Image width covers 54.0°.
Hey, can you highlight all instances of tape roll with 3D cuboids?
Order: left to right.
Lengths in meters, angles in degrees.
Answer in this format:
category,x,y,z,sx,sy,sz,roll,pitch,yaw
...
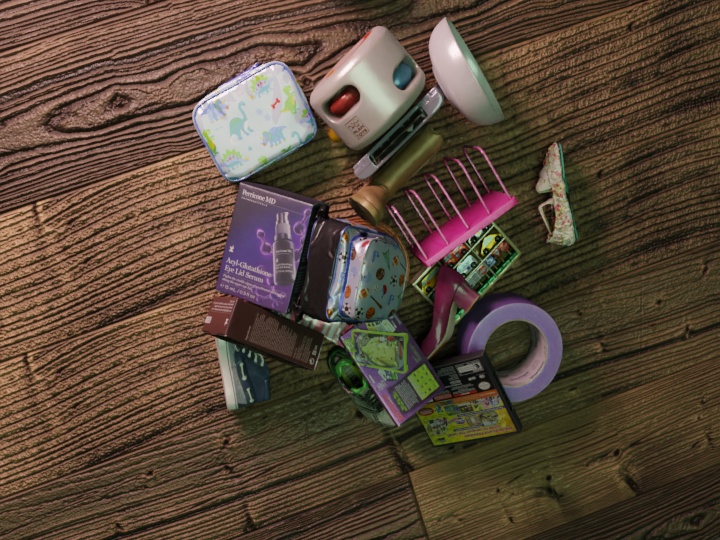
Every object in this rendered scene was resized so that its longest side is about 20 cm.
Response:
category,x,y,z,sx,sy,sz,roll,pitch,yaw
tape roll,0.295,0.152,1.408,0.196,0.085,0.204,-2,103,-9

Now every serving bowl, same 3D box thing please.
category,x,y,z,sx,sy,sz,roll,pitch,yaw
serving bowl,0.175,-0.336,1.236,0.065,0.201,0.202,-28,106,20

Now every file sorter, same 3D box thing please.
category,x,y,z,sx,sy,sz,roll,pitch,yaw
file sorter,0.157,-0.125,1.299,0.199,0.139,0.126,-35,104,0

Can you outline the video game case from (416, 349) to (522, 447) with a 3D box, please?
category,x,y,z,sx,sy,sz,roll,pitch,yaw
video game case,0.193,0.256,1.389,0.198,0.026,0.183,-19,107,33

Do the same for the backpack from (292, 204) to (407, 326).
category,x,y,z,sx,sy,sz,roll,pitch,yaw
backpack,-0.003,0.005,1.231,0.152,0.189,0.204,19,98,31

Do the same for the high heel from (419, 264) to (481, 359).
category,x,y,z,sx,sy,sz,roll,pitch,yaw
high heel,0.144,0.089,1.371,0.096,0.067,0.201,41,110,15

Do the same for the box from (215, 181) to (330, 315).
category,x,y,z,sx,sy,sz,roll,pitch,yaw
box,-0.155,-0.043,1.261,0.145,0.104,0.204,16,99,13

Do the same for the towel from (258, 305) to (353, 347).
category,x,y,z,sx,sy,sz,roll,pitch,yaw
towel,-0.082,0.044,1.338,0.197,0.030,0.148,26,100,-9

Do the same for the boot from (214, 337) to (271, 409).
category,x,y,z,sx,sy,sz,roll,pitch,yaw
boot,-0.225,0.163,1.345,0.089,0.073,0.204,-10,111,-15

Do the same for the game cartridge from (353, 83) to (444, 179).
category,x,y,z,sx,sy,sz,roll,pitch,yaw
game cartridge,0.073,-0.246,1.252,0.200,0.133,0.042,-43,93,19

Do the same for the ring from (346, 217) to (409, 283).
category,x,y,z,sx,sy,sz,roll,pitch,yaw
ring,0.000,0.000,1.363,0.196,0.019,0.205,-2,102,-8

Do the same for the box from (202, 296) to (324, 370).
category,x,y,z,sx,sy,sz,roll,pitch,yaw
box,-0.174,0.114,1.282,0.198,0.099,0.076,25,76,-35

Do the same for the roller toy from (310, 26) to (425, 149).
category,x,y,z,sx,sy,sz,roll,pitch,yaw
roller toy,0.014,-0.305,1.214,0.200,0.183,0.140,-45,106,3

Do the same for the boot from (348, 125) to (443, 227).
category,x,y,z,sx,sy,sz,roll,pitch,yaw
boot,0.067,-0.174,1.250,0.200,0.175,0.066,-44,105,0

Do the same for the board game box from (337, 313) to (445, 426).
category,x,y,z,sx,sy,sz,roll,pitch,yaw
board game box,0.060,0.175,1.338,0.119,0.032,0.202,-34,93,-17

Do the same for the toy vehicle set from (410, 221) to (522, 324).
category,x,y,z,sx,sy,sz,roll,pitch,yaw
toy vehicle set,0.208,-0.005,1.389,0.124,0.027,0.200,42,93,-15

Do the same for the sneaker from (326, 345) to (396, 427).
category,x,y,z,sx,sy,sz,roll,pitch,yaw
sneaker,0.008,0.239,1.382,0.078,0.085,0.200,-43,105,3

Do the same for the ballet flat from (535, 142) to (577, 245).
category,x,y,z,sx,sy,sz,roll,pitch,yaw
ballet flat,0.374,-0.142,1.365,0.063,0.076,0.204,-11,101,10

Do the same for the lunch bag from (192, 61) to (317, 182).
category,x,y,z,sx,sy,sz,roll,pitch,yaw
lunch bag,-0.186,-0.266,1.244,0.198,0.083,0.163,-30,106,-1
